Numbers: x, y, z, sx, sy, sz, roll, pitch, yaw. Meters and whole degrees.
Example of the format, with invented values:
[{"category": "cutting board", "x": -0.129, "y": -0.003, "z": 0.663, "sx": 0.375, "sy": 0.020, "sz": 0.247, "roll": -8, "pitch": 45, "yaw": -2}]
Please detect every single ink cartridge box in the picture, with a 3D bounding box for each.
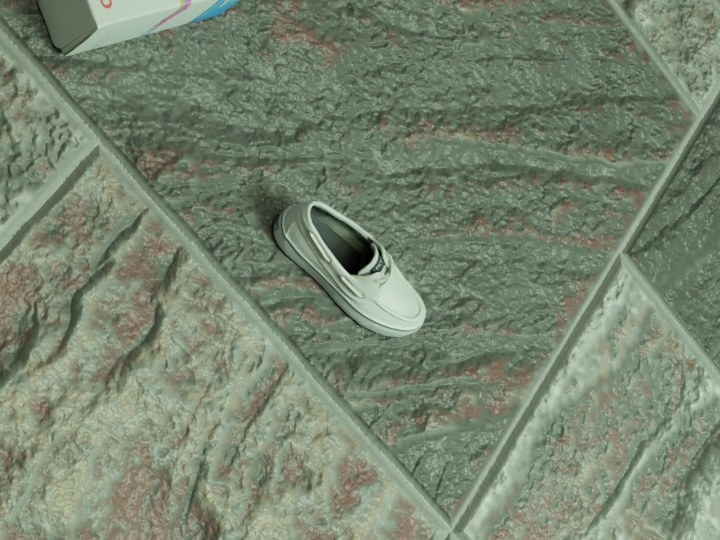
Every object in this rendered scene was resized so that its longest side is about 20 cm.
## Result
[{"category": "ink cartridge box", "x": -0.219, "y": -0.307, "z": 1.543, "sx": 0.199, "sy": 0.084, "sz": 0.146, "roll": -23, "pitch": 93, "yaw": -37}]

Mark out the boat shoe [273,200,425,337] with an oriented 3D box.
[{"category": "boat shoe", "x": 0.000, "y": 0.000, "z": 1.639, "sx": 0.199, "sy": 0.065, "sz": 0.074, "roll": 35, "pitch": 59, "yaw": -25}]
